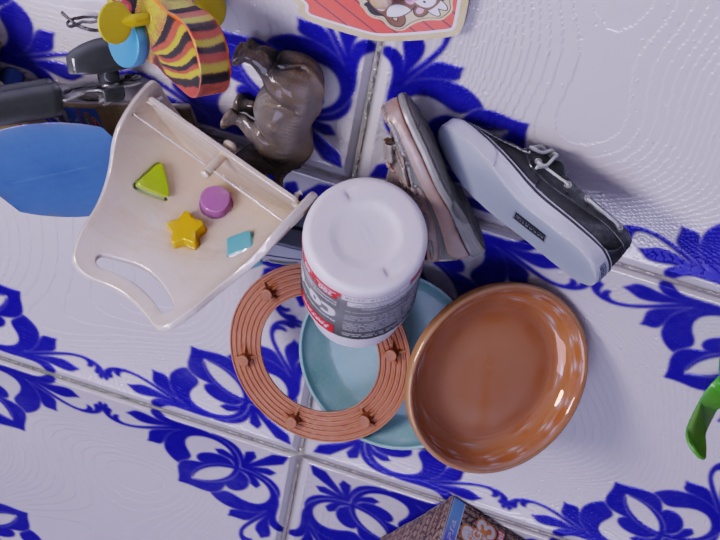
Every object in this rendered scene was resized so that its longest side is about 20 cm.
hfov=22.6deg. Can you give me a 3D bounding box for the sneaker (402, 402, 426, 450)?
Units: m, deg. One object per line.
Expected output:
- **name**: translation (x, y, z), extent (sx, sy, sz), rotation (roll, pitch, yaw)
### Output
- **sneaker**: translation (0.113, 0.135, 1.899), extent (0.201, 0.067, 0.108), rotation (-12, 134, 38)

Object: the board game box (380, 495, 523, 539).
- **board game box**: translation (0.133, 0.382, 2.161), extent (0.200, 0.097, 0.159), rotation (33, 140, -16)

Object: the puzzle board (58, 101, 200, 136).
- **puzzle board**: translation (-0.208, -0.096, 1.811), extent (0.150, 0.017, 0.200), rotation (4, 138, 21)

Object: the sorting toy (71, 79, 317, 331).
- **sorting toy**: translation (-0.167, -0.040, 1.664), extent (0.200, 0.180, 0.107), rotation (35, 164, 17)

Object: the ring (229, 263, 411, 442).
- **ring**: translation (-0.044, 0.088, 1.851), extent (0.199, 0.019, 0.201), rotation (7, 111, 17)

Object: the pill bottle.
- **pill bottle**: translation (0.000, 0.000, 1.695), extent (0.113, 0.114, 0.200), rotation (18, 161, 4)

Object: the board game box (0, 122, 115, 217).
- **board game box**: translation (-0.289, -0.110, 1.739), extent (0.157, 0.039, 0.200), rotation (-10, 155, 18)

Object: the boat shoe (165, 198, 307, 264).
- **boat shoe**: translation (-0.126, -0.040, 1.773), extent (0.199, 0.074, 0.067), rotation (18, 152, -17)

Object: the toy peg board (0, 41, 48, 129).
- **toy peg board**: translation (-0.425, -0.201, 1.739), extent (0.199, 0.098, 0.199), rotation (-6, 150, 30)

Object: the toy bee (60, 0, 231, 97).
- **toy bee**: translation (-0.190, -0.231, 1.568), extent (0.199, 0.131, 0.109), rotation (19, 119, 19)

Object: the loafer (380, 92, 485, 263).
- **loafer**: translation (0.055, -0.076, 1.660), extent (0.063, 0.072, 0.200), rotation (-21, 133, 12)

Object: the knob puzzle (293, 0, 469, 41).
- **knob puzzle**: translation (0.007, -0.255, 1.511), extent (0.219, 0.031, 0.220), rotation (12, 141, 10)

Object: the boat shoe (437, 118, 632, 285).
- **boat shoe**: translation (0.159, -0.076, 1.625), extent (0.199, 0.068, 0.074), rotation (40, 156, 14)

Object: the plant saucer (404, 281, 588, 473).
- **plant saucer**: translation (0.131, 0.103, 1.791), extent (0.200, 0.200, 0.037), rotation (47, 176, -30)

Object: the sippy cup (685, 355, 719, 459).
- **sippy cup**: translation (0.402, 0.141, 1.724), extent (0.139, 0.131, 0.178), rotation (21, 141, -1)

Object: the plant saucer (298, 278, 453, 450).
- **plant saucer**: translation (0.035, 0.087, 1.853), extent (0.199, 0.036, 0.201), rotation (7, 112, 16)

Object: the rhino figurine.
- **rhino figurine**: translation (-0.082, -0.135, 1.671), extent (0.087, 0.060, 0.200), rotation (22, 144, 4)

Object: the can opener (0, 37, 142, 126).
- **can opener**: translation (-0.297, -0.170, 1.669), extent (0.053, 0.199, 0.067), rotation (-150, 47, -66)
